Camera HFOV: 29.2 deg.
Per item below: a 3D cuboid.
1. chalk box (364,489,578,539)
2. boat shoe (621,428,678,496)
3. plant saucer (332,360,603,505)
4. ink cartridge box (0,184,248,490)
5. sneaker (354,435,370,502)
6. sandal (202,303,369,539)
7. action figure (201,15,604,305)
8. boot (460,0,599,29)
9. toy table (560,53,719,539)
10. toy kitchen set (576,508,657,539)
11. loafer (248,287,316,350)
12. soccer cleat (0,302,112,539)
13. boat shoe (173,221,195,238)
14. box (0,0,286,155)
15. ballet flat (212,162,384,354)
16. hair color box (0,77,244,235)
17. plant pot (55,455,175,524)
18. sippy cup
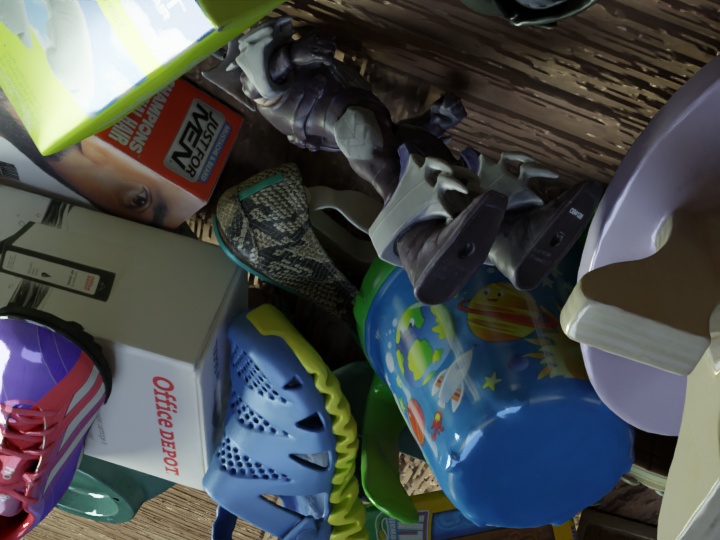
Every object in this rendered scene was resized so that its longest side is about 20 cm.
[{"bbox_3d":[0.044,0.219,0.958,0.200,0.124,0.125,-7,168,-13],"label":"chalk box"},{"bbox_3d":[0.209,0.112,0.824,0.201,0.073,0.063,13,147,1],"label":"boat shoe"},{"bbox_3d":[0.061,0.095,0.863,0.200,0.036,0.200,19,-179,-1],"label":"plant saucer"},{"bbox_3d":[-0.168,0.035,0.794,0.200,0.084,0.146,16,145,7],"label":"ink cartridge box"},{"bbox_3d":[-0.020,0.121,0.957,0.082,0.070,0.200,12,171,13],"label":"sneaker"},{"bbox_3d":[-0.049,0.107,0.773,0.079,0.087,0.200,46,153,47],"label":"sandal"},{"bbox_3d":[0.009,-0.061,0.617,0.130,0.069,0.200,8,-154,-44],"label":"action figure"},{"bbox_3d":[0.055,-0.116,0.465,0.077,0.138,0.200,22,153,-2],"label":"boot"},{"bbox_3d":[0.161,0.012,0.540,0.184,0.117,0.200,8,122,-4],"label":"toy table"},{"bbox_3d":[0.220,0.232,0.924,0.180,0.163,0.200,14,150,14],"label":"toy kitchen set"},{"bbox_3d":[-0.052,0.061,0.933,0.063,0.072,0.200,1,157,0],"label":"loafer"},{"bbox_3d":[-0.178,0.089,0.733,0.068,0.073,0.200,23,145,-3],"label":"soccer cleat"},{"bbox_3d":[-0.196,-0.032,0.866,0.200,0.072,0.069,14,153,33],"label":"boat shoe"},{"bbox_3d":[-0.112,-0.135,0.595,0.200,0.048,0.122,-21,101,52],"label":"box"},{"bbox_3d":[0.000,0.000,0.776,0.075,0.068,0.200,-30,141,17],"label":"ballet flat"},{"bbox_3d":[-0.177,-0.092,0.746,0.200,0.064,0.111,30,150,-18],"label":"hair color box"},{"bbox_3d":[-0.196,0.102,1.018,0.200,0.134,0.200,17,151,10],"label":"plant pot"},{"bbox_3d":[0.075,0.054,0.699,0.140,0.130,0.178,-3,129,-11],"label":"sippy cup"}]
